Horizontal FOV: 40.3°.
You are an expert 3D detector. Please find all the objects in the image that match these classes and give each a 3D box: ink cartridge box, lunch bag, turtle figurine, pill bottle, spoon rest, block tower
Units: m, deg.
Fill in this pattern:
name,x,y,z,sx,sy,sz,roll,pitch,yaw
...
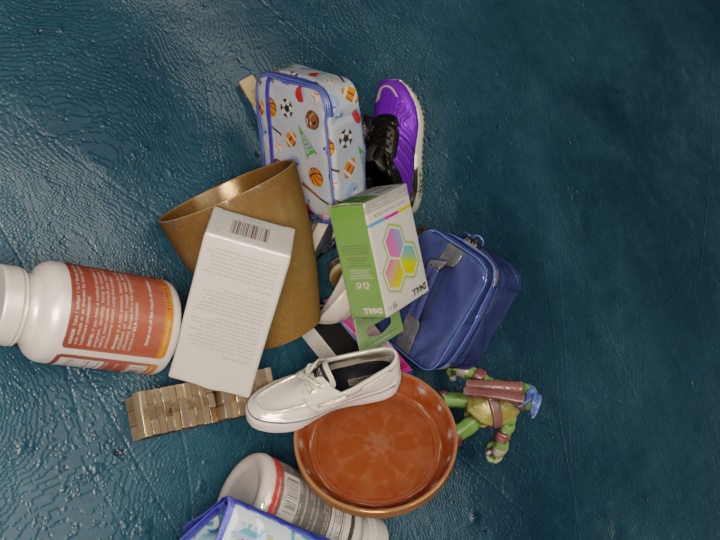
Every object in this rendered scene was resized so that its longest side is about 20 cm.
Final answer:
name,x,y,z,sx,sy,sz,roll,pitch,yaw
ink cartridge box,0.000,0.118,1.319,0.094,0.037,0.200,-16,57,-42
lunch bag,0.123,0.038,1.379,0.135,0.202,0.132,34,17,30
turtle figurine,0.154,0.214,1.447,0.192,0.200,0.146,-11,104,-22
pill bottle,-0.310,0.051,1.092,0.198,0.112,0.114,12,67,-37
pill bottle,-0.069,0.312,1.196,0.199,0.115,0.117,33,56,-27
ink cartridge box,0.030,0.000,1.251,0.104,0.059,0.202,-28,110,-51
spoon rest,0.000,0.000,1.327,0.061,0.099,0.200,44,53,-1
block tower,-0.190,0.161,1.192,0.199,0.058,0.055,-5,78,-43
lunch bag,-0.132,0.357,1.077,0.169,0.127,0.201,31,98,-27
lunch bag,-0.071,-0.161,1.279,0.075,0.159,0.202,-26,126,-41

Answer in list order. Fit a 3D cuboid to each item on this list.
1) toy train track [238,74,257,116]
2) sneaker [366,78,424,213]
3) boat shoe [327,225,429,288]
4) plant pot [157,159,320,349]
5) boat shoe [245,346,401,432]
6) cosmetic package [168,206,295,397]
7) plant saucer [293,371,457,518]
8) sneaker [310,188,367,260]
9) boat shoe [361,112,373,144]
name,x,y,z,sx,sy,sz,roll,pitch,yaw
toy train track,-0.112,-0.183,1.393,0.114,0.033,0.201,-31,88,-10
sneaker,0.039,-0.176,1.409,0.099,0.069,0.203,-9,95,-51
boat shoe,0.032,-0.021,1.440,0.198,0.074,0.065,-11,54,-33
plant pot,-0.128,-0.011,1.238,0.186,0.185,0.202,-37,109,-41
boat shoe,-0.046,0.135,1.190,0.198,0.066,0.074,-18,51,-15
cosmetic package,-0.149,0.039,1.138,0.100,0.202,0.071,16,27,-7
plant saucer,0.018,0.208,1.191,0.198,0.033,0.202,0,50,0
sneaker,-0.031,-0.056,1.388,0.084,0.075,0.201,40,53,-16
boat shoe,-0.010,-0.205,1.464,0.198,0.068,0.073,4,72,-39
